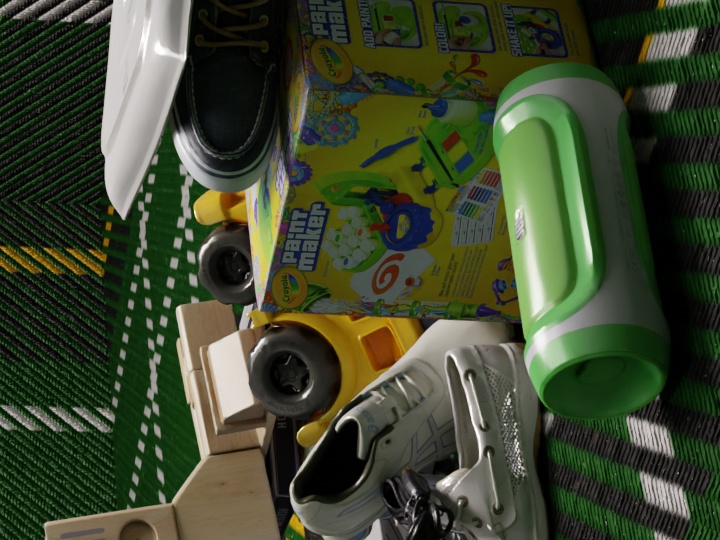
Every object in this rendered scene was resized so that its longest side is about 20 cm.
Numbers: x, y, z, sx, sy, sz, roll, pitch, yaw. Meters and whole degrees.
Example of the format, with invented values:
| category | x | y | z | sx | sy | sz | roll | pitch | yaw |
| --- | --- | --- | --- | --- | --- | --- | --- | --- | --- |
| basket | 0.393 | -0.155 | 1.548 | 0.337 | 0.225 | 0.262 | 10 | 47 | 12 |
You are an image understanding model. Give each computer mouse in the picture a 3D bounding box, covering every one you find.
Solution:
| category | x | y | z | sx | sy | sz | roll | pitch | yaw |
| --- | --- | --- | --- | --- | --- | --- | --- | --- | --- |
| computer mouse | 0.055 | 0.231 | 1.572 | 0.110 | 0.044 | 0.201 | -135 | 26 | -70 |

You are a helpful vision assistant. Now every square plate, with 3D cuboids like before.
| category | x | y | z | sx | sy | sz | roll | pitch | yaw |
| --- | --- | --- | --- | --- | --- | --- | --- | --- | --- |
| square plate | -0.135 | -0.165 | 1.513 | 0.200 | 0.028 | 0.200 | 120 | 156 | -57 |

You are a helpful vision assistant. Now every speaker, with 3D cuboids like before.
| category | x | y | z | sx | sy | sz | roll | pitch | yaw |
| --- | --- | --- | --- | --- | --- | --- | --- | --- | --- |
| speaker | 0.125 | -0.019 | 1.358 | 0.089 | 0.088 | 0.201 | 109 | 159 | -54 |

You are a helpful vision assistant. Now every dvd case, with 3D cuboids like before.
| category | x | y | z | sx | sy | sz | roll | pitch | yaw |
| --- | --- | --- | --- | --- | --- | --- | --- | --- | --- |
| dvd case | -0.075 | 0.110 | 1.917 | 0.150 | 0.025 | 0.202 | 111 | 157 | -65 |

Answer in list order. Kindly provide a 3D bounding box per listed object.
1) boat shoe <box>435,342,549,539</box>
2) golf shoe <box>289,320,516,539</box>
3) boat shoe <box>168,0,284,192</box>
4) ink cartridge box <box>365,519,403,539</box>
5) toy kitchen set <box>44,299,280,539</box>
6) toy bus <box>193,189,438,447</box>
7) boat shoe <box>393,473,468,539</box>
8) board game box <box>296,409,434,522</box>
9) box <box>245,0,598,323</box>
| category | x | y | z | sx | sy | sz | roll | pitch | yaw |
| --- | --- | --- | --- | --- | --- | --- | --- | --- | --- |
| boat shoe | 0.082 | 0.147 | 1.563 | 0.071 | 0.069 | 0.202 | 130 | 140 | -65 |
| golf shoe | 0.028 | 0.101 | 1.607 | 0.200 | 0.078 | 0.097 | -52 | -22 | 0 |
| boat shoe | -0.081 | -0.155 | 1.462 | 0.091 | 0.070 | 0.202 | 109 | 163 | -65 |
| ink cartridge box | 0.025 | 0.242 | 1.761 | 0.094 | 0.044 | 0.201 | 46 | -154 | -43 |
| toy kitchen set | -0.159 | 0.123 | 1.795 | 0.163 | 0.179 | 0.201 | 109 | 150 | -65 |
| toy bus | 0.000 | 0.000 | 1.710 | 0.201 | 0.191 | 0.136 | 63 | -155 | -5 |
| boat shoe | 0.059 | 0.185 | 1.692 | 0.200 | 0.069 | 0.067 | -170 | 84 | -70 |
| board game box | -0.006 | 0.095 | 1.904 | 0.201 | 0.104 | 0.104 | -103 | 18 | -48 |
| box | 0.036 | -0.078 | 1.530 | 0.201 | 0.191 | 0.123 | 106 | 162 | -46 |
